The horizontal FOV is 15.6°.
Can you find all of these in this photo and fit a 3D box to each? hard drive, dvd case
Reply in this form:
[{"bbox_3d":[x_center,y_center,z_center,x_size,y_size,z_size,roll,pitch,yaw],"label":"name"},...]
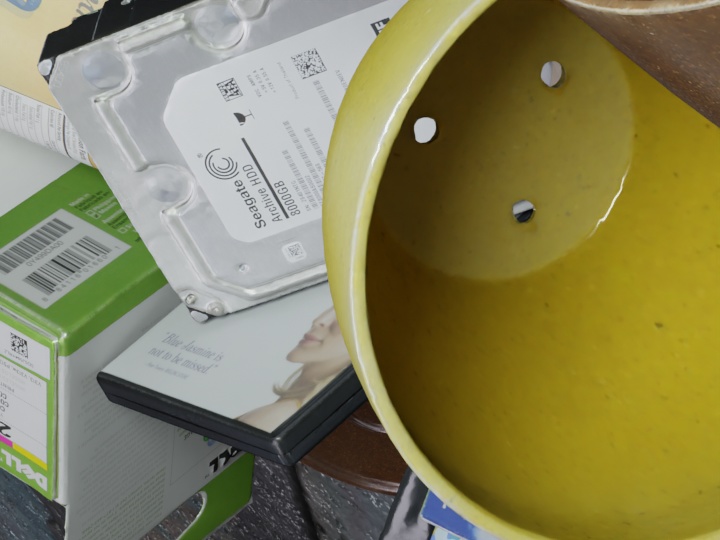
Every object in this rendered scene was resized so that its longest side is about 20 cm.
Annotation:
[{"bbox_3d":[-0.008,-0.068,1.033,0.200,0.038,0.140,-18,121,19],"label":"hard drive"},{"bbox_3d":[0.000,0.000,1.084,0.143,0.200,0.018,13,138,55],"label":"dvd case"}]

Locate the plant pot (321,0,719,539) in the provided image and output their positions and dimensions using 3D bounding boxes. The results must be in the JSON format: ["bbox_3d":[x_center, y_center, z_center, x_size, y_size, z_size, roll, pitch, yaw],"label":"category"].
[{"bbox_3d":[0.068,-0.025,0.829,0.200,0.200,0.142,58,172,-24],"label":"plant pot"}]

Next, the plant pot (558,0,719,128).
[{"bbox_3d":[0.170,-0.078,0.685,0.200,0.187,0.187,43,165,-32],"label":"plant pot"}]

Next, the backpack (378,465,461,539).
[{"bbox_3d":[0.106,0.128,1.071,0.200,0.154,0.163,29,121,14],"label":"backpack"}]

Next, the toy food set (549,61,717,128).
[{"bbox_3d":[0.149,-0.069,0.892,0.200,0.060,0.144,35,145,25],"label":"toy food set"}]

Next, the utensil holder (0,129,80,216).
[{"bbox_3d":[-0.160,-0.070,1.270,0.170,0.200,0.170,41,161,18],"label":"utensil holder"}]

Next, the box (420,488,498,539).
[{"bbox_3d":[0.110,0.065,0.962,0.200,0.122,0.048,23,-174,35],"label":"box"}]

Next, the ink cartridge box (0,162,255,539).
[{"bbox_3d":[-0.115,0.055,1.193,0.076,0.148,0.200,28,134,25],"label":"ink cartridge box"}]

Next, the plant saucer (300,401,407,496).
[{"bbox_3d":[0.013,0.051,1.257,0.200,0.032,0.200,12,142,10],"label":"plant saucer"}]

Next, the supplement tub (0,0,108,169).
[{"bbox_3d":[-0.122,-0.125,1.127,0.200,0.145,0.145,22,155,6],"label":"supplement tub"}]
